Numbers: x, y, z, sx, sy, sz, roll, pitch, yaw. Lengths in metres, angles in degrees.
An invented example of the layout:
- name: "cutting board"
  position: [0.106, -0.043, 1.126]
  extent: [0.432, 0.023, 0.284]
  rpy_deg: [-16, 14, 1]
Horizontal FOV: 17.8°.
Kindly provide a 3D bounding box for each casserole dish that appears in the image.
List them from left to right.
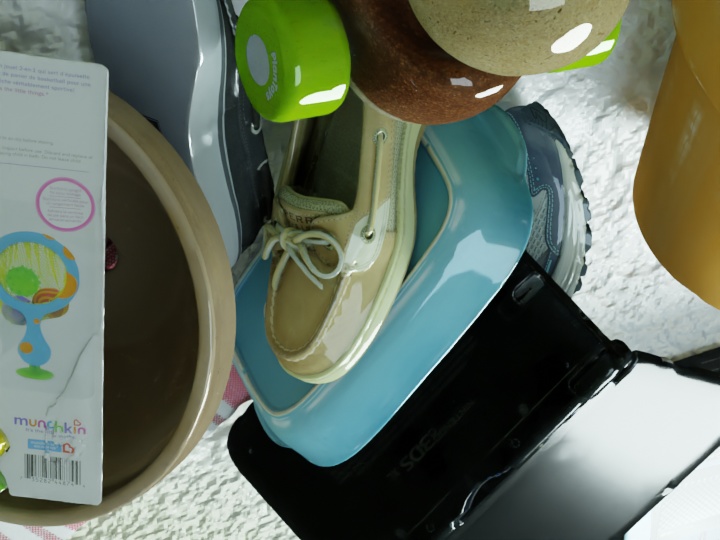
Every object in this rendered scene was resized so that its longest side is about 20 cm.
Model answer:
- name: "casserole dish"
  position: [0.000, 0.000, 1.082]
  extent: [0.039, 0.121, 0.200]
  rpy_deg: [20, 119, -42]

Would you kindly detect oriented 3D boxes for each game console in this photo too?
- name: "game console"
  position: [0.065, 0.075, 1.157]
  extent: [0.200, 0.176, 0.116]
  rpy_deg: [-48, 169, 28]

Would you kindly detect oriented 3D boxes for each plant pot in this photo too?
- name: "plant pot"
  position: [-0.133, 0.003, 1.004]
  extent: [0.201, 0.201, 0.093]
  rpy_deg: [-58, 167, 25]
- name: "plant pot"
  position: [0.223, -0.076, 1.105]
  extent: [0.200, 0.200, 0.183]
  rpy_deg: [-4, 146, -25]

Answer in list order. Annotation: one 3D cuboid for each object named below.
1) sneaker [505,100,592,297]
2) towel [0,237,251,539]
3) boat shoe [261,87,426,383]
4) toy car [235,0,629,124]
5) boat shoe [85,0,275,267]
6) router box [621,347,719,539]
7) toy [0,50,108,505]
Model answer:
- name: "sneaker"
  position: [0.055, 0.006, 1.153]
  extent: [0.086, 0.078, 0.200]
  rpy_deg: [-4, 129, -21]
- name: "towel"
  position: [-0.157, 0.073, 1.134]
  extent: [0.200, 0.030, 0.146]
  rpy_deg: [-36, 138, 6]
- name: "boat shoe"
  position: [-0.010, -0.050, 1.032]
  extent: [0.063, 0.073, 0.201]
  rpy_deg: [14, 96, -42]
- name: "toy car"
  position: [0.055, -0.139, 0.911]
  extent: [0.164, 0.200, 0.158]
  rpy_deg: [-13, 96, -25]
- name: "boat shoe"
  position: [-0.075, -0.084, 1.020]
  extent: [0.057, 0.069, 0.200]
  rpy_deg: [-41, 144, -35]
- name: "router box"
  position: [0.225, 0.114, 1.347]
  extent: [0.200, 0.062, 0.150]
  rpy_deg: [-16, 135, -15]
- name: "toy"
  position: [-0.156, -0.003, 0.930]
  extent: [0.115, 0.047, 0.200]
  rpy_deg: [7, 115, 5]
